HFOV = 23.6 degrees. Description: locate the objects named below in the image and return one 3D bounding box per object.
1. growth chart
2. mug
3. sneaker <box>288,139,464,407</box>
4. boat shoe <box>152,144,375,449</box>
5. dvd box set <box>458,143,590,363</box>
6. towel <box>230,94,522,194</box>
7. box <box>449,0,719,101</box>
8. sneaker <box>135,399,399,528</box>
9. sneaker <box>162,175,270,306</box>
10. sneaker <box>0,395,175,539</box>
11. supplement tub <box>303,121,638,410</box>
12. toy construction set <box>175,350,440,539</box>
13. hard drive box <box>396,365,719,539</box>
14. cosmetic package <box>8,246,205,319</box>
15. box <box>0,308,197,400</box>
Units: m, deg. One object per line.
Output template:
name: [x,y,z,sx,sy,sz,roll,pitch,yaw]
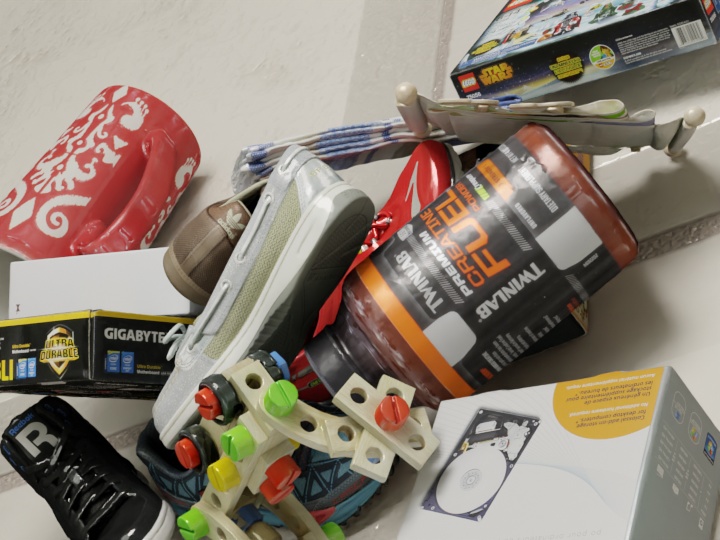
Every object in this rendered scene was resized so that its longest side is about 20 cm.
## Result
growth chart: [0.118,-0.092,1.076,0.145,0.198,0.018,107,167,-84]
mug: [-0.209,-0.044,1.429,0.176,0.134,0.201,11,52,29]
sneaker: [0.000,0.000,1.122,0.201,0.084,0.077,-61,23,3]
boat shoe: [-0.069,0.021,1.045,0.065,0.074,0.203,41,111,22]
dvd box set: [0.087,-0.014,1.168,0.145,0.029,0.201,-23,38,28]
towel: [0.006,-0.085,1.208,0.198,0.024,0.147,-12,-2,-9]
box: [0.176,-0.180,1.233,0.199,0.040,0.137,-14,24,33]
sneaker: [-0.065,0.118,1.108,0.199,0.096,0.080,-16,41,33]
sneaker: [-0.048,-0.028,1.147,0.075,0.071,0.200,-43,-7,31]
sneaker: [-0.191,0.143,1.140,0.073,0.112,0.200,-47,14,-7]
supplement tub: [0.063,0.011,1.037,0.200,0.107,0.107,-40,33,4]
toy construction set: [-0.043,0.122,0.999,0.092,0.131,0.200,-20,-25,-45]
hard drive box: [0.098,0.161,0.916,0.155,0.077,0.201,-13,42,36]
cosmetic package: [-0.136,0.018,1.246,0.199,0.150,0.052,-4,84,41]
box: [-0.153,0.061,1.174,0.159,0.199,0.050,-5,81,44]
